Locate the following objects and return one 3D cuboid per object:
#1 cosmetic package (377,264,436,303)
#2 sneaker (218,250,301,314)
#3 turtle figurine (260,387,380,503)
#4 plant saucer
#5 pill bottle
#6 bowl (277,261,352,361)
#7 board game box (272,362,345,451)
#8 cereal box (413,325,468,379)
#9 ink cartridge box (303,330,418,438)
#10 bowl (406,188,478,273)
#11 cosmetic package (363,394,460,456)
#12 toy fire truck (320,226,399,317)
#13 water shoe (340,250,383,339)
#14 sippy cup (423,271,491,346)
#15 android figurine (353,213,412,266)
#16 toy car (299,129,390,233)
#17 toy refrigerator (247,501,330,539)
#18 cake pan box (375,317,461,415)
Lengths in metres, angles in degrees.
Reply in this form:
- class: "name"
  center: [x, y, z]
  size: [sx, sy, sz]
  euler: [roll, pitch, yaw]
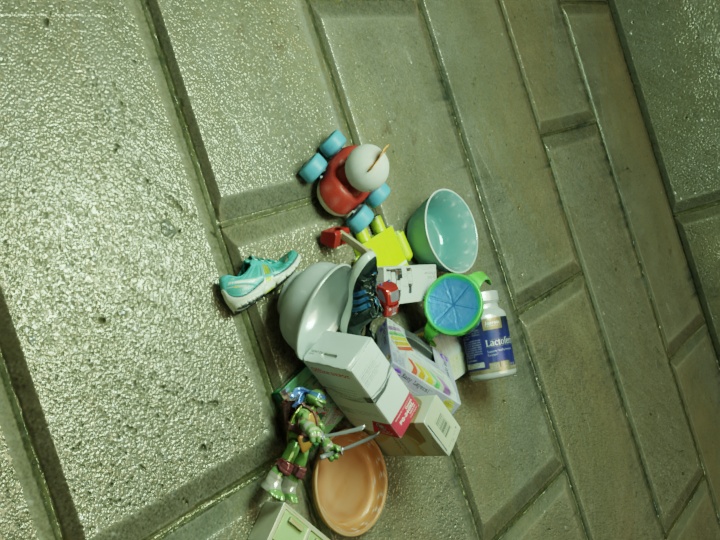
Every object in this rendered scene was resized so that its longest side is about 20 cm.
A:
- class: "cosmetic package"
  center: [0.098, 0.031, 1.594]
  size: [0.197, 0.050, 0.085]
  euler: [-4, 94, -50]
- class: "sneaker"
  center: [-0.187, 0.003, 1.363]
  size: [0.081, 0.077, 0.199]
  euler: [55, 44, 0]
- class: "turtle figurine"
  center: [-0.078, 0.330, 1.287]
  size: [0.197, 0.144, 0.197]
  euler: [31, 82, -4]
- class: "plant saucer"
  center: [-0.025, 0.421, 1.426]
  size: [0.197, 0.037, 0.207]
  euler: [14, 70, -42]
- class: "pill bottle"
  center: [0.301, 0.157, 1.717]
  size: [0.114, 0.114, 0.206]
  euler: [-2, 79, -44]
- class: "bowl"
  center: [-0.100, 0.064, 1.388]
  size: [0.202, 0.089, 0.204]
  euler: [-52, 157, -32]
- class: "board game box"
  center: [-0.077, 0.243, 1.431]
  size: [0.199, 0.029, 0.137]
  euler: [-40, 107, -44]
- class: "cereal box"
  center: [0.200, 0.191, 1.714]
  size: [0.198, 0.039, 0.148]
  euler: [-22, 95, -47]
- class: "ink cartridge box"
  center: [0.002, 0.216, 1.374]
  size: [0.084, 0.143, 0.202]
  euler: [-51, 123, -28]
- class: "bowl"
  center: [0.186, -0.083, 1.732]
  size: [0.198, 0.104, 0.207]
  euler: [16, 67, -41]
- class: "cosmetic package"
  center: [0.093, 0.318, 1.455]
  size: [0.106, 0.197, 0.072]
  euler: [52, 49, -21]
- class: "toy fire truck"
  center: [0.000, 0.000, 1.493]
  size: [0.048, 0.197, 0.145]
  euler: [-21, 124, -48]
- class: "water shoe"
  center: [0.017, 0.057, 1.425]
  size: [0.071, 0.078, 0.204]
  euler: [-32, 143, -48]
- class: "sippy cup"
  center: [0.221, 0.089, 1.624]
  size: [0.130, 0.173, 0.144]
  euler: [39, 40, -67]
- class: "android figurine"
  center: [0.055, -0.020, 1.631]
  size: [0.181, 0.041, 0.204]
  euler: [-30, 98, -45]
- class: "toy car"
  center: [0.008, -0.217, 1.510]
  size: [0.185, 0.198, 0.178]
  euler: [46, 50, -14]
- class: "toy refrigerator"
  center: [-0.104, 0.508, 1.298]
  size: [0.200, 0.069, 0.077]
  euler: [48, 50, -24]
- class: "cake pan box"
  center: [0.119, 0.205, 1.525]
  size: [0.182, 0.053, 0.201]
  euler: [35, 18, -14]
